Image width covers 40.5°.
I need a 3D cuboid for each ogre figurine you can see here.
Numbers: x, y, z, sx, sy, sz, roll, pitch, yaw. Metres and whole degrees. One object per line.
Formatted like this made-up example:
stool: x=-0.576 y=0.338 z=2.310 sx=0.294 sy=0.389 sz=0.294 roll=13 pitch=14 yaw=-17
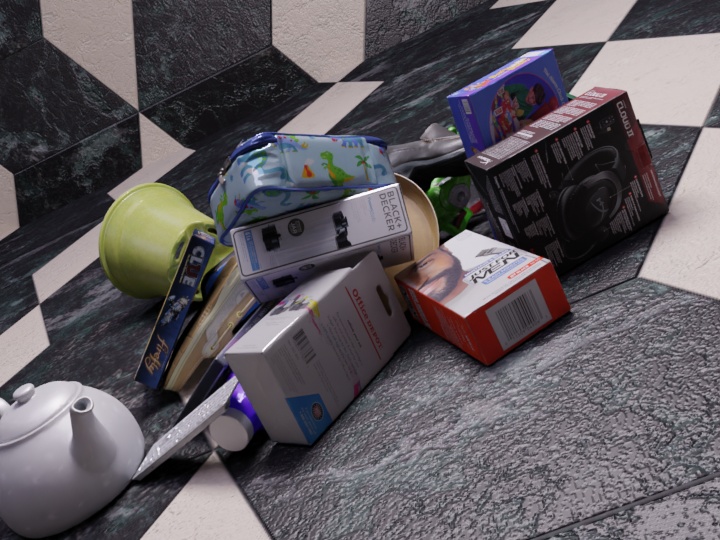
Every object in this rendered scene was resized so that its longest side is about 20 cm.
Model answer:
ogre figurine: x=0.113 y=-0.110 z=1.319 sx=0.198 sy=0.098 sz=0.122 roll=-23 pitch=44 yaw=43

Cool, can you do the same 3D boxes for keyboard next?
keyboard: x=-0.189 y=0.170 z=1.062 sx=0.199 sy=0.011 sz=0.057 roll=-40 pitch=21 yaw=38

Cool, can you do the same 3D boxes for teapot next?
teapot: x=-0.358 y=0.197 z=1.129 sx=0.198 sy=0.148 sz=0.198 roll=-27 pitch=18 yaw=3

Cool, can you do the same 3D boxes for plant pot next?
plant pot: x=-0.306 y=-0.033 z=1.624 sx=0.200 sy=0.203 sz=0.183 roll=-37 pitch=33 yaw=-29
plant pot: x=0.012 y=-0.023 z=1.209 sx=0.197 sy=0.203 sz=0.027 roll=-19 pitch=-24 yaw=23

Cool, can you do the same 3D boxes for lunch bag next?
lunch bag: x=-0.070 y=-0.090 z=1.131 sx=0.197 sy=0.084 sz=0.161 roll=-5 pitch=-22 yaw=-29

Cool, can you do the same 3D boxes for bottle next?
bottle: x=-0.108 y=0.123 z=1.104 sx=0.083 sy=0.066 sz=0.201 roll=-22 pitch=20 yaw=29

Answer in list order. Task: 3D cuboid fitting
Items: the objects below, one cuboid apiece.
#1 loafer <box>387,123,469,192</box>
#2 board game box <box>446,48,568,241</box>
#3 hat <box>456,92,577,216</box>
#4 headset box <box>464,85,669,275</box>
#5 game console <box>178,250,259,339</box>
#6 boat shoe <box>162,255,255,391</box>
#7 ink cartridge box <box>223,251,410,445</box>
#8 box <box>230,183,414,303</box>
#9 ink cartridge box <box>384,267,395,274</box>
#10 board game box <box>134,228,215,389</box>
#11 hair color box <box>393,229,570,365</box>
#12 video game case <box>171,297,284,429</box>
loafer: x=0.098 y=-0.152 z=1.221 sx=0.198 sy=0.074 sz=0.072 roll=-17 pitch=-18 yaw=33
board game box: x=0.194 y=-0.137 z=1.144 sx=0.133 sy=0.203 sz=0.045 roll=-30 pitch=20 yaw=-23
hat: x=0.244 y=-0.117 z=1.268 sx=0.178 sy=0.164 sz=0.200 roll=-60 pitch=-2 yaw=-1
headset box: x=0.237 y=-0.099 z=1.082 sx=0.198 sy=0.150 sz=0.077 roll=-30 pitch=20 yaw=-7
game console: x=-0.190 y=0.015 z=1.430 sx=0.117 sy=0.173 sz=0.200 roll=19 pitch=43 yaw=28
boat shoe: x=-0.189 y=0.080 z=1.281 sx=0.202 sy=0.066 sz=0.074 roll=-57 pitch=18 yaw=5
ink cartridge box: x=-0.040 y=0.078 z=1.051 sx=0.067 sy=0.116 sz=0.200 roll=-6 pitch=27 yaw=44
box: x=-0.039 y=-0.028 z=1.115 sx=0.196 sy=0.061 sz=0.117 roll=-16 pitch=-16 yaw=-1
ink cartridge box: x=0.000 y=0.000 z=1.308 sx=0.198 sy=0.045 sz=0.094 roll=-9 pitch=24 yaw=43
board game box: x=-0.248 y=0.047 z=1.317 sx=0.135 sy=0.034 sz=0.203 roll=-143 pitch=76 yaw=-79
hair color box: x=0.125 y=0.023 z=1.054 sx=0.110 sy=0.065 sz=0.200 roll=-32 pitch=18 yaw=-11
video game case: x=-0.150 y=0.097 z=1.192 sx=0.143 sy=0.019 sz=0.200 roll=-54 pitch=-2 yaw=38
